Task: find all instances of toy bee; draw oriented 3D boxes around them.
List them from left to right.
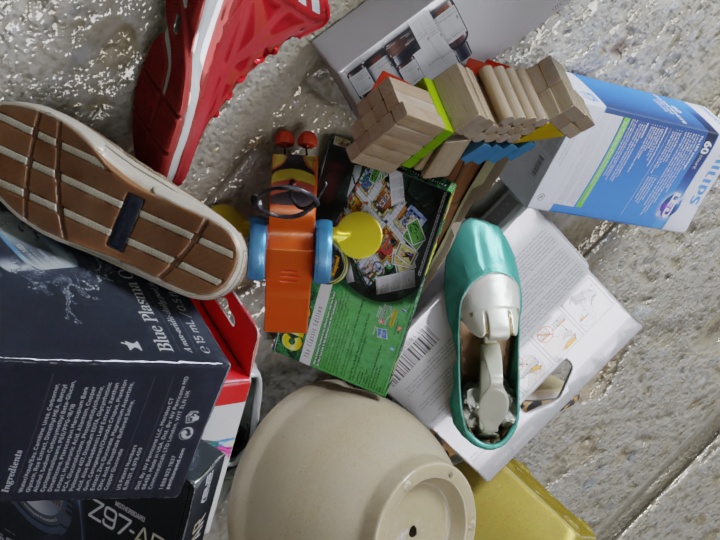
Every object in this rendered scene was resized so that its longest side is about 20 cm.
[{"bbox_3d":[-0.043,-0.042,1.076,0.130,0.110,0.200,15,146,-20],"label":"toy bee"}]

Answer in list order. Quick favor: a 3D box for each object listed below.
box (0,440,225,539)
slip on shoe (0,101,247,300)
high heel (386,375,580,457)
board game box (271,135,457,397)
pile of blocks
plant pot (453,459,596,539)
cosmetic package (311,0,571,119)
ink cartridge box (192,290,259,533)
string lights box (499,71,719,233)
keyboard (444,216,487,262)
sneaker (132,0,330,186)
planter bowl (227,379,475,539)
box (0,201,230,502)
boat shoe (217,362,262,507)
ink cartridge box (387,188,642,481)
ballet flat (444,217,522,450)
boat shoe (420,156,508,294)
[{"bbox_3d":[-0.207,0.159,1.071,0.044,0.198,0.161,-44,157,-55],"label":"box"},{"bbox_3d":[-0.162,-0.045,0.959,0.077,0.198,0.061,-64,177,3],"label":"slip on shoe"},{"bbox_3d":[0.099,0.153,1.348,0.198,0.072,0.144,3,119,-16],"label":"high heel"},{"bbox_3d":[0.000,0.000,1.146,0.104,0.024,0.202,21,123,6],"label":"board game box"},{"bbox_3d":[0.074,-0.117,1.049,0.198,0.063,0.082,-6,152,-29],"label":"pile of blocks"},{"bbox_3d":[0.112,0.283,1.361,0.200,0.194,0.195,-49,160,2],"label":"plant pot"},{"bbox_3d":[0.069,-0.187,1.059,0.199,0.051,0.083,-37,138,-1],"label":"cosmetic package"},{"bbox_3d":[-0.145,0.096,1.107,0.067,0.116,0.202,-5,128,-32],"label":"ink cartridge box"},{"bbox_3d":[0.221,-0.098,1.231,0.198,0.059,0.103,7,122,-38],"label":"string lights box"},{"bbox_3d":[0.067,-0.018,1.232,0.198,0.011,0.057,-7,129,-30],"label":"keyboard"},{"bbox_3d":[-0.080,-0.140,0.980,0.114,0.079,0.201,-1,127,-32],"label":"sneaker"},{"bbox_3d":[0.009,0.202,1.185,0.199,0.134,0.203,-10,105,-42],"label":"planter bowl"},{"bbox_3d":[-0.221,0.044,0.952,0.198,0.197,0.118,4,123,-35],"label":"box"},{"bbox_3d":[-0.123,0.142,1.198,0.073,0.067,0.202,-11,131,-26],"label":"boat shoe"},{"bbox_3d":[0.120,0.059,1.258,0.200,0.045,0.176,-45,120,2],"label":"ink cartridge box"},{"bbox_3d":[0.107,0.059,1.189,0.067,0.070,0.202,-8,113,-13],"label":"ballet flat"},{"bbox_3d":[0.052,-0.057,1.153,0.067,0.072,0.201,25,115,-11],"label":"boat shoe"}]
